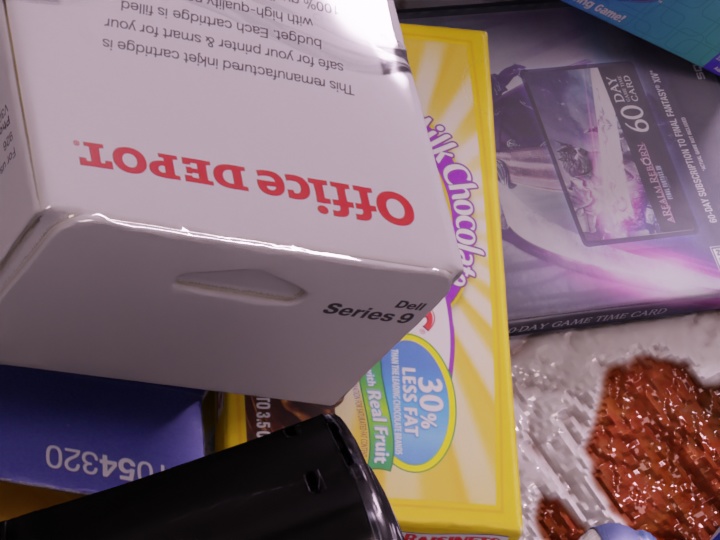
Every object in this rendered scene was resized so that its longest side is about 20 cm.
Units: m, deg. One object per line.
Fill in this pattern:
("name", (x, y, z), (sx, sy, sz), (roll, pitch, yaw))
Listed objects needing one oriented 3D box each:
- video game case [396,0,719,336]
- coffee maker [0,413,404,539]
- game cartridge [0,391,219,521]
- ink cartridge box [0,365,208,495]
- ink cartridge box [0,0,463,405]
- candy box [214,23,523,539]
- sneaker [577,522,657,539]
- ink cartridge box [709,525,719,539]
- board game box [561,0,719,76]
("video game case", (0.063, -0.042, 0.953), (0.199, 0.019, 0.144), (-6, 62, -24))
("coffee maker", (-0.081, 0.112, 0.667), (0.199, 0.193, 0.135), (-16, 38, -6))
("game cartridge", (-0.097, 0.031, 0.831), (0.176, 0.033, 0.200), (38, 57, 9))
("ink cartridge box", (-0.134, -0.031, 0.782), (0.195, 0.043, 0.201), (12, 49, -25))
("ink cartridge box", (-0.066, -0.067, 0.765), (0.145, 0.084, 0.201), (9, 53, -31))
("candy box", (0.000, 0.000, 0.842), (0.101, 0.026, 0.201), (5, 60, -14))
("sneaker", (0.023, 0.133, 0.795), (0.088, 0.075, 0.200), (44, 55, 10))
("ink cartridge box", (0.158, 0.090, 0.859), (0.044, 0.094, 0.200), (39, 55, 6))
("board game box", (0.078, -0.176, 0.976), (0.199, 0.045, 0.153), (20, 45, -32))
